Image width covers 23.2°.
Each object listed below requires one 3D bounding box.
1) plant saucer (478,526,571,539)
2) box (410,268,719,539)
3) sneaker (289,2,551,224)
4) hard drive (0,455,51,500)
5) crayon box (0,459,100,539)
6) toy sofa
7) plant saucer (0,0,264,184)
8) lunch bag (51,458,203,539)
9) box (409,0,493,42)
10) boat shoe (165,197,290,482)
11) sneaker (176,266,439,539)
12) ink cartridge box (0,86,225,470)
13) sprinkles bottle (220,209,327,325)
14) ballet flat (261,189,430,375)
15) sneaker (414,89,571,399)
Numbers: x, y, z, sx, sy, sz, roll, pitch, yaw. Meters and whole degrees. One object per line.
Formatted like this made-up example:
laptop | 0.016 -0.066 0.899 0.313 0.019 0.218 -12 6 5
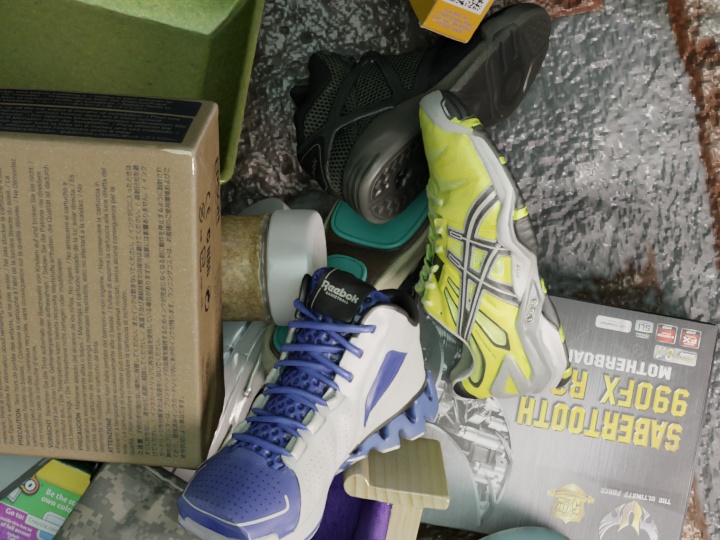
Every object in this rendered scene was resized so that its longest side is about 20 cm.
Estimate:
plant saucer | 0.079 0.253 1.081 0.199 0.027 0.202 -20 124 -32
box | 0.118 0.094 1.133 0.198 0.048 0.160 11 90 -4
sneaker | 0.031 -0.121 1.115 0.114 0.077 0.199 32 62 31
hard drive | -0.254 0.039 1.082 0.132 0.026 0.200 -38 82 -26
crayon box | -0.197 0.177 1.107 0.199 0.058 0.120 24 88 -3
toy sofa | -0.012 0.198 1.077 0.097 0.083 0.202 10 109 -5
plant saucer | -0.168 -0.126 1.071 0.198 0.048 0.201 14 44 -8
lunch bag | -0.098 0.214 0.997 0.199 0.139 0.169 27 93 16
box | 0.084 -0.253 1.059 0.041 0.120 0.201 17 123 -30
boat shoe | -0.083 0.053 1.114 0.066 0.072 0.201 36 69 -36
sneaker | -0.028 0.064 0.982 0.080 0.199 0.116 19 127 31
ink cartridge box | -0.161 0.005 0.974 0.163 0.075 0.202 5 119 6
sprinkles bottle | -0.121 -0.001 1.047 0.198 0.068 0.069 -1 90 7
ballet flat | 0.000 0.000 1.115 0.069 0.069 0.201 38 63 -3
sneaker | 0.066 -0.009 1.049 0.076 0.075 0.202 -19 107 0
